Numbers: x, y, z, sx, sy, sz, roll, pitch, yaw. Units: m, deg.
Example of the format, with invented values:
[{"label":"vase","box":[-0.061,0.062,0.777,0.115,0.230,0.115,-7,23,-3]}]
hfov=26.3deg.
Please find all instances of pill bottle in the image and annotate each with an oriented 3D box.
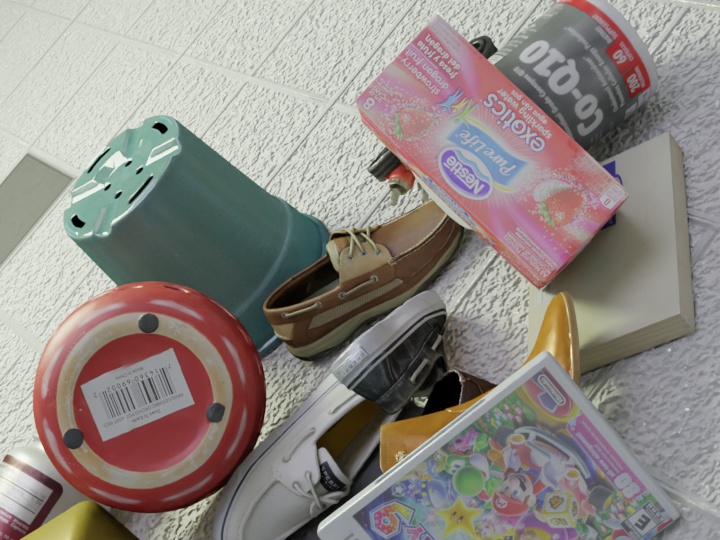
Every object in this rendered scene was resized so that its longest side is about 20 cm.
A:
[{"label":"pill bottle","box":[0.141,-0.132,1.295,0.200,0.114,0.114,-40,32,-9]},{"label":"pill bottle","box":[-0.303,0.234,1.422,0.114,0.114,0.200,11,63,52]}]

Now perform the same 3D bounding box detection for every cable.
[{"label":"cable","box":[0.072,-0.135,1.425,0.097,0.050,0.200,-22,27,43]}]

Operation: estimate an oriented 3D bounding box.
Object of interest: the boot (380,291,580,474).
[{"label":"boot","box":[0.086,0.106,1.104,0.144,0.071,0.201,0,62,9]}]

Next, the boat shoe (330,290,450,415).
[{"label":"boat shoe","box":[0.034,0.072,1.230,0.072,0.071,0.200,-42,-4,23]}]

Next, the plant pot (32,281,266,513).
[{"label":"plant pot","box":[-0.175,0.109,1.286,0.200,0.200,0.182,-49,4,-4]}]

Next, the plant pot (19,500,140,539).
[{"label":"plant pot","box":[-0.226,0.301,1.208,0.194,0.196,0.200,-32,28,20]}]

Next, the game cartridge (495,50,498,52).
[{"label":"game cartridge","box":[0.106,-0.147,1.451,0.133,0.042,0.200,-56,34,-8]}]

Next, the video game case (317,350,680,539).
[{"label":"video game case","box":[0.091,0.168,1.037,0.200,0.143,0.018,-39,7,11]}]

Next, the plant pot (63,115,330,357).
[{"label":"plant pot","box":[-0.166,-0.032,1.483,0.200,0.196,0.200,-30,36,24]}]

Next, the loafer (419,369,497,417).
[{"label":"loafer","box":[0.042,0.158,1.159,0.073,0.071,0.200,-1,53,48]}]

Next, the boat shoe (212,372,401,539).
[{"label":"boat shoe","box":[-0.038,0.162,1.252,0.200,0.071,0.070,-47,30,-14]}]

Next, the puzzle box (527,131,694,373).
[{"label":"puzzle box","box":[0.195,-0.011,1.213,0.133,0.025,0.200,-24,39,31]}]

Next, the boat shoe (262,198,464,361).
[{"label":"boat shoe","box":[0.000,0.000,1.372,0.200,0.074,0.076,-39,34,8]}]

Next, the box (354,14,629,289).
[{"label":"box","box":[0.099,-0.087,1.181,0.095,0.200,0.103,-46,-5,0]}]
